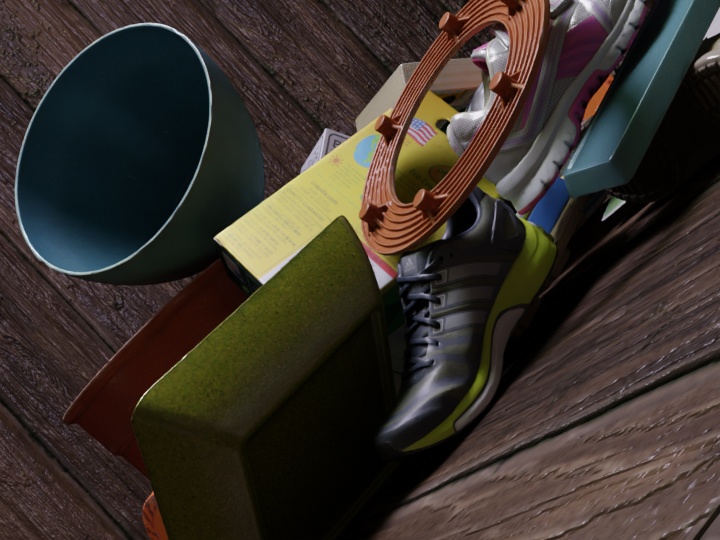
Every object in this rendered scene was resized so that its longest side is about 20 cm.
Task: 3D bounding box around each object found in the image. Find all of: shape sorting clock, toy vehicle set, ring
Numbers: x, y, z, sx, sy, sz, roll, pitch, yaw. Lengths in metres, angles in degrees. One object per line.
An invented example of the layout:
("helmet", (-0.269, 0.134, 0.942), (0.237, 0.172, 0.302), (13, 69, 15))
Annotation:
("shape sorting clock", (0.106, 0.015, 0.977), (0.201, 0.039, 0.200), (-59, 0, 1))
("toy vehicle set", (0.107, -0.153, 1.203), (0.198, 0.027, 0.124), (-8, -13, -20))
("ring", (0.052, -0.103, 0.868), (0.201, 0.019, 0.201), (-50, 25, 32))

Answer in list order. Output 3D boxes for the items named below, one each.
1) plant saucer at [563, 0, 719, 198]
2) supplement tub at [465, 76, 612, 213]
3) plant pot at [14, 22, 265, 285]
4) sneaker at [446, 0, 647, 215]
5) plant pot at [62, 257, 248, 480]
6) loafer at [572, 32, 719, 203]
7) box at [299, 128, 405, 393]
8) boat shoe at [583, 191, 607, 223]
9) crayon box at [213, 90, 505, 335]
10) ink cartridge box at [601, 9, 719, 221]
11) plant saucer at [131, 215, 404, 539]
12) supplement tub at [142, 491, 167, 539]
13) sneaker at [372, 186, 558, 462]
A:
("plant saucer", (0.187, -0.136, 0.857), (0.201, 0.019, 0.070), (-61, 16, -16))
("supplement tub", (0.130, -0.084, 1.125), (0.122, 0.122, 0.200), (-44, -12, -38))
("plant pot", (-0.152, -0.073, 1.070), (0.200, 0.201, 0.135), (-45, -36, 13))
("sneaker", (0.123, -0.142, 0.892), (0.201, 0.088, 0.081), (-61, -3, -6))
("plant pot", (-0.094, 0.117, 1.077), (0.201, 0.195, 0.201), (-44, -1, -1))
("loafer", (0.214, -0.103, 0.900), (0.068, 0.076, 0.200), (-42, 7, -27))
("box", (0.000, 0.000, 1.038), (0.060, 0.116, 0.201), (125, 161, -52))
("boat shoe", (0.158, -0.043, 1.292), (0.200, 0.072, 0.072), (-45, -2, 9))
("crayon box", (0.014, -0.031, 0.960), (0.199, 0.127, 0.051), (-37, -35, -16))
("ink cartridge box", (0.262, -0.131, 1.037), (0.146, 0.048, 0.201), (-47, 17, 53))
("plant saucer", (-0.036, 0.103, 0.829), (0.200, 0.048, 0.201), (-44, -41, -37))
("supplement tub", (-0.141, 0.226, 1.485), (0.123, 0.123, 0.200), (-45, -1, 40))
("sneaker", (0.049, 0.030, 0.838), (0.074, 0.081, 0.201), (-29, 26, 49))
